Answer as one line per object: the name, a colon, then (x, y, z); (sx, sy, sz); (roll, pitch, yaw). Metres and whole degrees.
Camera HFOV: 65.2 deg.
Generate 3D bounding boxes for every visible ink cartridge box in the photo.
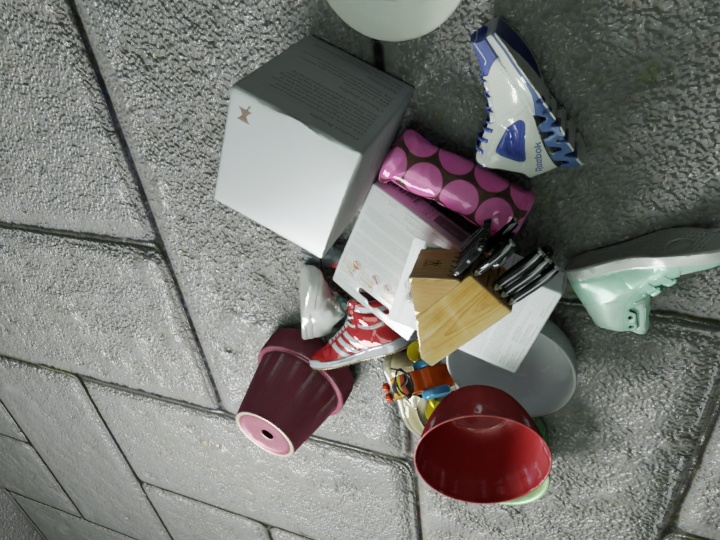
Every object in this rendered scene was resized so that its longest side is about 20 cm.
ink cartridge box: (0.056, -0.014, 0.829); (0.160, 0.047, 0.201); (38, 133, 14)
ink cartridge box: (0.153, 0.038, 0.770); (0.198, 0.057, 0.164); (25, 132, 11)

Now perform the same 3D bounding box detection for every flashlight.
flashlight: (0.000, 0.000, 0.919); (0.198, 0.068, 0.068); (19, 88, 17)

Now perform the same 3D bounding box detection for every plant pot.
plant pot: (-0.137, 0.244, 1.082); (0.198, 0.179, 0.201); (19, 137, 19)

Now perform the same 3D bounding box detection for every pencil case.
pencil case: (0.125, -0.112, 0.750); (0.199, 0.091, 0.094); (29, 165, 2)

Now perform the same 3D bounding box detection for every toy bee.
toy bee: (0.092, 0.181, 0.945); (0.199, 0.132, 0.108); (26, 140, -33)

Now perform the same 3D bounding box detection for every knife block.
knife block: (0.153, 0.033, 0.691); (0.174, 0.064, 0.202); (4, 127, 22)

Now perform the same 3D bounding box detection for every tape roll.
tape roll: (0.038, -0.365, 0.629); (0.201, 0.037, 0.204); (14, 130, 17)

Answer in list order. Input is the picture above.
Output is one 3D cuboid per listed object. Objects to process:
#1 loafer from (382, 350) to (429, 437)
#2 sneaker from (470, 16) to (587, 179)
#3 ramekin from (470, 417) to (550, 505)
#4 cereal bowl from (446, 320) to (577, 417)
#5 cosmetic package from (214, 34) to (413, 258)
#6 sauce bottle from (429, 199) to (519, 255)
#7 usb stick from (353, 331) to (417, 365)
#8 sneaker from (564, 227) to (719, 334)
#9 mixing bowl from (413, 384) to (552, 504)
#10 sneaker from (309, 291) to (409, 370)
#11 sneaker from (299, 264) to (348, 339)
loafer: (0.108, 0.232, 1.035); (0.068, 0.076, 0.201); (-10, 120, 39)
sneaker: (0.173, -0.183, 0.675); (0.115, 0.081, 0.200); (-26, 113, 36)
ramekin: (0.245, 0.320, 1.021); (0.198, 0.098, 0.202); (13, 130, 16)
cereal bowl: (0.239, 0.132, 0.886); (0.198, 0.084, 0.202); (14, 131, 16)
cosmetic package: (-0.058, -0.164, 0.722); (0.166, 0.201, 0.167); (29, 133, 4)
sauce bottle: (0.171, -0.027, 0.806); (0.199, 0.066, 0.066); (40, 133, 1)
usb stick: (0.036, 0.124, 1.016); (0.199, 0.033, 0.056); (-29, 108, 39)
sneaker: (0.382, 0.019, 0.731); (0.199, 0.074, 0.119); (-15, 111, 45)
mixing bowl: (0.183, 0.249, 0.863); (0.197, 0.109, 0.202); (4, 125, 6)
sneaker: (-0.019, 0.102, 0.976); (0.198, 0.071, 0.114); (-19, 94, 28)
sneaker: (-0.061, 0.053, 0.978); (0.087, 0.076, 0.201); (-3, 149, -7)
